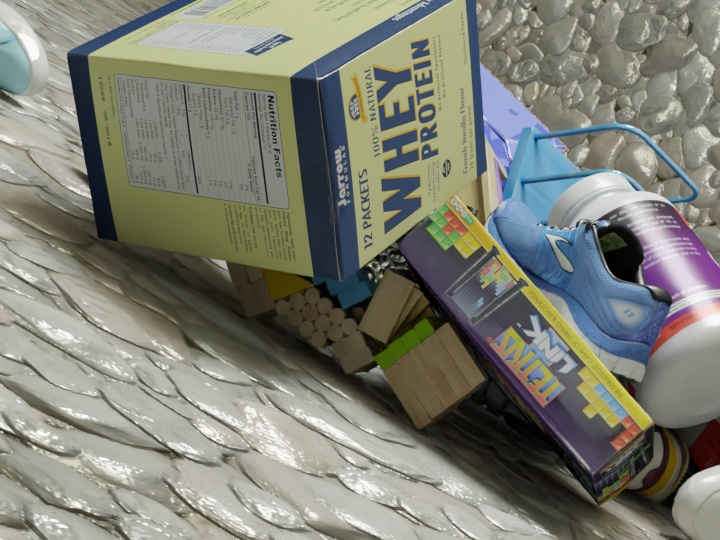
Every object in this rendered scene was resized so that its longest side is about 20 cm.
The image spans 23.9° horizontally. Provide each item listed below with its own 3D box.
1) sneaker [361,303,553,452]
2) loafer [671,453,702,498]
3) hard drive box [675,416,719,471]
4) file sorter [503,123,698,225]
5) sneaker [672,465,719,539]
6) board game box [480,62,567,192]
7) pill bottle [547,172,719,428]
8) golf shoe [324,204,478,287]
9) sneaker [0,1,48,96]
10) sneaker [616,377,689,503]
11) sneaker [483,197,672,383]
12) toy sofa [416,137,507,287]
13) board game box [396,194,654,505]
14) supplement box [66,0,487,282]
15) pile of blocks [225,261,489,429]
[{"bbox_3d":[0.093,0.051,1.288,0.199,0.088,0.074,34,-8,9],"label":"sneaker"},{"bbox_3d":[0.259,0.139,1.422,0.073,0.073,0.200,29,9,-15],"label":"loafer"},{"bbox_3d":[0.334,0.074,1.320,0.076,0.201,0.156,7,38,-36],"label":"hard drive box"},{"bbox_3d":[0.201,-0.011,1.491,0.122,0.201,0.139,-4,-31,43],"label":"file sorter"},{"bbox_3d":[0.320,0.203,1.241,0.199,0.075,0.100,27,8,-18],"label":"sneaker"},{"bbox_3d":[0.071,-0.100,1.628,0.159,0.097,0.200,44,-36,0],"label":"board game box"},{"bbox_3d":[0.224,0.017,1.318,0.112,0.112,0.200,21,30,-44],"label":"pill bottle"},{"bbox_3d":[-0.003,-0.017,1.265,0.199,0.078,0.088,7,-8,-38],"label":"golf shoe"},{"bbox_3d":[-0.359,-0.207,1.454,0.200,0.074,0.082,37,40,14],"label":"sneaker"},{"bbox_3d":[0.179,0.105,1.348,0.090,0.075,0.200,31,6,-31],"label":"sneaker"},{"bbox_3d":[0.165,-0.003,1.250,0.078,0.089,0.200,23,17,-40],"label":"sneaker"},{"bbox_3d":[0.089,-0.022,1.433,0.098,0.082,0.201,56,20,-33],"label":"toy sofa"},{"bbox_3d":[0.115,0.059,1.156,0.200,0.057,0.165,50,-1,18],"label":"board game box"},{"bbox_3d":[-0.050,-0.105,1.140,0.199,0.135,0.200,10,30,31],"label":"supplement box"},{"bbox_3d":[0.003,0.031,1.164,0.199,0.082,0.062,32,9,16],"label":"pile of blocks"}]
